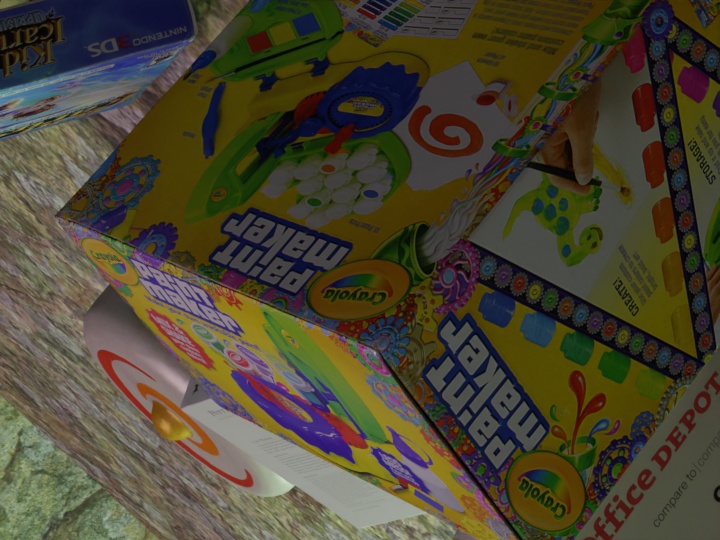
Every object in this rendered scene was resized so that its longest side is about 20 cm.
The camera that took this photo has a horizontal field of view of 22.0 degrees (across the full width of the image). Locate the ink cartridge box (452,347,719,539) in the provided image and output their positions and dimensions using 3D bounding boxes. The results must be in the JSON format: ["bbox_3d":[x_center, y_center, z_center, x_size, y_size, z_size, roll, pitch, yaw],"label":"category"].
[{"bbox_3d":[0.163,0.143,0.896,0.200,0.145,0.084,46,161,-19],"label":"ink cartridge box"}]

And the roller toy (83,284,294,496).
[{"bbox_3d":[-0.088,0.056,1.239,0.183,0.140,0.200,46,162,-19],"label":"roller toy"}]

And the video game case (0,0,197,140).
[{"bbox_3d":[-0.204,-0.101,1.009,0.181,0.199,0.046,-16,92,71],"label":"video game case"}]

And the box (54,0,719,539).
[{"bbox_3d":[0.031,-0.030,0.671,0.199,0.193,0.122,21,155,50],"label":"box"}]

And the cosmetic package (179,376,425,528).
[{"bbox_3d":[0.017,0.076,1.050,0.150,0.052,0.199,35,144,-30],"label":"cosmetic package"}]

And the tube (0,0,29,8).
[{"bbox_3d":[-0.234,-0.172,1.156,0.058,0.052,0.200,3,160,-11],"label":"tube"}]
